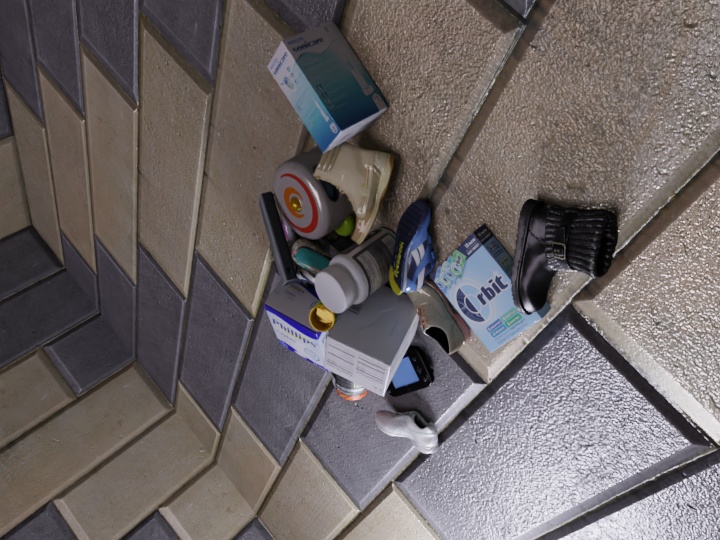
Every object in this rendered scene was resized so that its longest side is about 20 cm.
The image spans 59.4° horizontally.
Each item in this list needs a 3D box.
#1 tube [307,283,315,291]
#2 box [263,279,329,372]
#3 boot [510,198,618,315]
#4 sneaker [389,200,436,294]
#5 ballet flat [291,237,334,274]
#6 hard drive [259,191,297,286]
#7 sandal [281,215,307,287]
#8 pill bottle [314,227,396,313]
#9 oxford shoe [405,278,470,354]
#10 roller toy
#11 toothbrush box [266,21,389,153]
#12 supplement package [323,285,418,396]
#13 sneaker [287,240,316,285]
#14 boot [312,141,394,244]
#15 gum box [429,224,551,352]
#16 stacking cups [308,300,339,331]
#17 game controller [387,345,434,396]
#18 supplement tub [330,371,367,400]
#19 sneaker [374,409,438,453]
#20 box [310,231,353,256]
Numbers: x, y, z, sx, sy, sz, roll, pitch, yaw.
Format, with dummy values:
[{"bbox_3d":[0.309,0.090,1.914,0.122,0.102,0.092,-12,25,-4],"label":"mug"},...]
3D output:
[{"bbox_3d":[-0.121,0.070,1.694,0.197,0.051,0.077,25,167,34],"label":"tube"},{"bbox_3d":[-0.141,0.143,1.666,0.180,0.106,0.203,25,150,25],"label":"box"},{"bbox_3d":[0.335,-0.007,1.048,0.155,0.078,0.217,20,123,40],"label":"boot"},{"bbox_3d":[0.117,-0.048,1.308,0.074,0.080,0.205,-128,44,-54],"label":"sneaker"},{"bbox_3d":[-0.076,-0.015,1.451,0.198,0.076,0.064,37,-163,-28],"label":"ballet flat"},{"bbox_3d":[-0.193,-0.070,1.471,0.139,0.032,0.206,149,105,-79],"label":"hard drive"},{"bbox_3d":[-0.182,-0.045,1.650,0.082,0.048,0.209,-132,27,-76],"label":"sandal"},{"bbox_3d":[0.000,0.000,1.363,0.112,0.198,0.116,28,136,32],"label":"pill bottle"},{"bbox_3d":[0.151,0.090,1.361,0.200,0.073,0.071,47,143,13],"label":"oxford shoe"},{"bbox_3d":[-0.104,-0.172,1.407,0.197,0.139,0.187,30,137,32],"label":"roller toy"},{"bbox_3d":[-0.062,-0.354,1.213,0.203,0.145,0.085,56,144,-1],"label":"toothbrush box"},{"bbox_3d":[0.029,0.144,1.410,0.152,0.201,0.113,22,136,13],"label":"supplement package"},{"bbox_3d":[-0.136,0.005,1.555,0.199,0.074,0.087,37,133,39],"label":"sneaker"},{"bbox_3d":[-0.028,-0.165,1.297,0.151,0.073,0.204,18,120,-5],"label":"boot"},{"bbox_3d":[0.248,0.039,1.233,0.201,0.044,0.170,51,143,7],"label":"gum box"},{"bbox_3d":[-0.064,0.080,1.445,0.058,0.200,0.063,3,104,11],"label":"stacking cups"},{"bbox_3d":[0.108,0.250,1.564,0.106,0.042,0.199,57,144,0],"label":"game controller"},{"bbox_3d":[-0.018,0.231,1.629,0.121,0.122,0.204,31,137,30],"label":"supplement tub"},{"bbox_3d":[0.121,0.397,1.648,0.196,0.070,0.083,17,120,34],"label":"sneaker"},{"bbox_3d":[-0.052,-0.005,1.551,0.198,0.049,0.164,35,141,28],"label":"box"}]
